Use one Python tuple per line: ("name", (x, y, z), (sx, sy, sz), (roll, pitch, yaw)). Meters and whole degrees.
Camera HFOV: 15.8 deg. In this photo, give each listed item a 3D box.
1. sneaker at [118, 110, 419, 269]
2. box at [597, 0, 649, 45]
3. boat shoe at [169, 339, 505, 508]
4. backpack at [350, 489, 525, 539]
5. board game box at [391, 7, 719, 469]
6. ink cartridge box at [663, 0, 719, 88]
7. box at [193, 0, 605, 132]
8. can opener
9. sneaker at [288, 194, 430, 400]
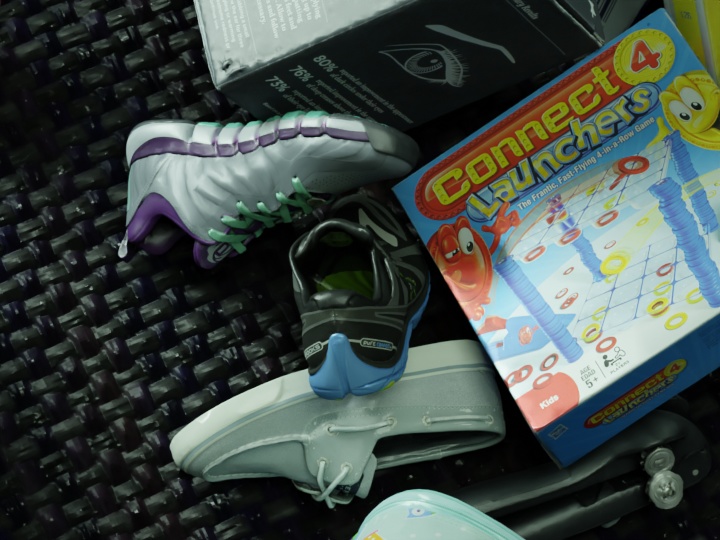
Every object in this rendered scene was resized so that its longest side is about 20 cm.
("sneaker", (-0.054, -0.041, 1.520), (0.199, 0.074, 0.088), (-1, 74, 35))
("box", (0.144, -0.279, 1.662), (0.183, 0.105, 0.200), (31, 67, 3))
("boat shoe", (-0.008, 0.096, 1.501), (0.200, 0.070, 0.072), (-14, 67, -17))
("backpack", (0.044, 0.215, 1.390), (0.175, 0.200, 0.153), (35, 51, 9))
("board game box", (0.148, -0.021, 1.512), (0.200, 0.056, 0.196), (-34, 56, 6))
("ink cartridge box", (0.254, -0.228, 1.603), (0.047, 0.201, 0.197), (19, 45, 41))
("box", (0.021, -0.162, 1.525), (0.199, 0.148, 0.105), (-22, 66, 18))
("can opener", (0.115, 0.132, 1.520), (0.199, 0.079, 0.064), (-25, 112, -14))
("sneaker", (0.000, 0.000, 1.497), (0.070, 0.083, 0.200), (-7, 24, 7))
